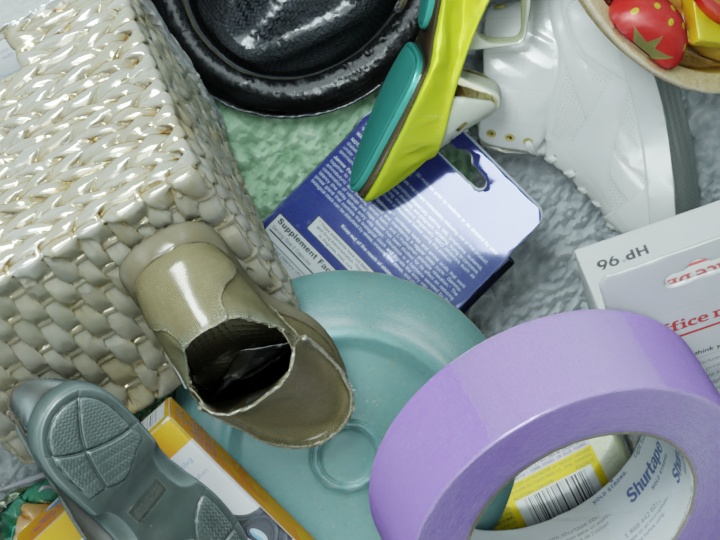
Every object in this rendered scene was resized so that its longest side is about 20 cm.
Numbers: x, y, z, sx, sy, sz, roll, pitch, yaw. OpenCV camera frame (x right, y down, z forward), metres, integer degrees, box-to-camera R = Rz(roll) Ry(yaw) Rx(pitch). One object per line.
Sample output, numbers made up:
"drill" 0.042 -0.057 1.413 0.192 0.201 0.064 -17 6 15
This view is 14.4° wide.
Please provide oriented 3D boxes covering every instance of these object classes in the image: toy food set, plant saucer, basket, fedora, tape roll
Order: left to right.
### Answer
"basket" -0.161 -0.031 1.534 0.198 0.200 0.161 -29 59 2
"fedora" -0.032 -0.179 1.594 0.200 0.092 0.201 0 99 -3
"plant saucer" -0.008 0.101 1.606 0.200 0.036 0.200 -1 101 -3
"tape roll" 0.108 0.117 1.549 0.200 0.066 0.200 -13 135 -14
"toy food set" 0.181 -0.195 1.577 0.198 0.049 0.200 3 72 -39

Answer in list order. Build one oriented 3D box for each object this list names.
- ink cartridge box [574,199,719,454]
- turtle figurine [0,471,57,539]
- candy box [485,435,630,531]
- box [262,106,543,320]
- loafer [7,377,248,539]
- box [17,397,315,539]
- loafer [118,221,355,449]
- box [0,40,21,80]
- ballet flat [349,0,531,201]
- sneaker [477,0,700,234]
"ink cartridge box" 0.192 0.029 1.602 0.116 0.068 0.200 -19 138 0
"turtle figurine" -0.164 0.158 1.642 0.200 0.101 0.150 8 101 -17
"candy box" 0.057 0.133 1.646 0.200 0.026 0.102 -26 97 1
"box" 0.000 0.000 1.640 0.200 0.032 0.121 -46 79 6
"loafer" -0.118 0.129 1.517 0.072 0.063 0.200 -43 121 -18
"box" -0.080 0.180 1.580 0.119 0.041 0.200 -42 106 8
"loafer" -0.061 0.050 1.495 0.076 0.068 0.200 -32 142 12
"box" -0.233 -0.176 1.605 0.119 0.041 0.200 -22 98 1
"ballet flat" 0.053 -0.122 1.575 0.067 0.067 0.200 15 111 -10
"sneaker" 0.128 -0.069 1.642 0.115 0.074 0.200 -7 112 18
